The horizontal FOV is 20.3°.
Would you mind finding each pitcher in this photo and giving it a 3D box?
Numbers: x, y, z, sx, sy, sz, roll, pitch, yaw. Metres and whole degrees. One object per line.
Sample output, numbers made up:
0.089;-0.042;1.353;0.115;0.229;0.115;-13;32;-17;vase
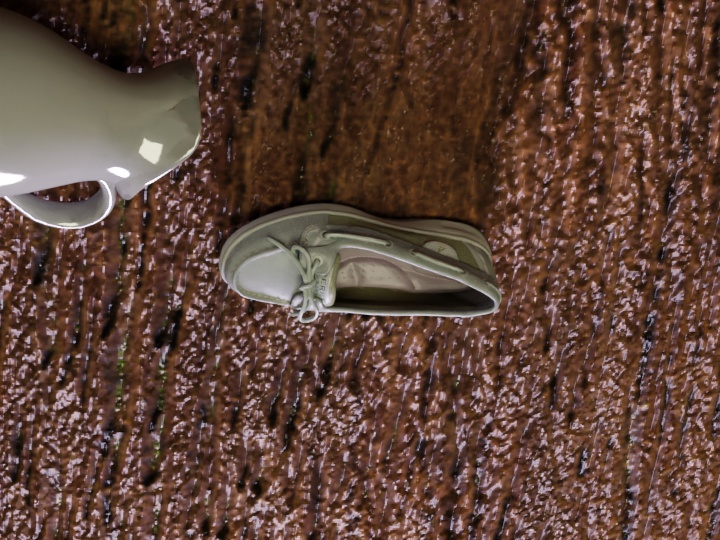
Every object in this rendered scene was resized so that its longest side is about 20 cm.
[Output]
-0.227;-0.089;1.300;0.199;0.122;0.172;9;141;-31;pitcher

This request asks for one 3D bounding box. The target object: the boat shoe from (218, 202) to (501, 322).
0.001;0.001;1.432;0.201;0.065;0.075;4;126;-14;boat shoe
